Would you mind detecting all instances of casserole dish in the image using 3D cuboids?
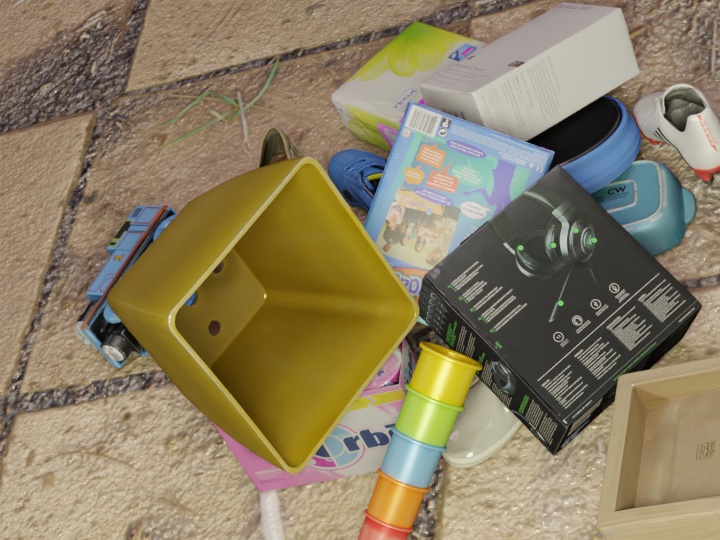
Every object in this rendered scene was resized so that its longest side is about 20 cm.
[{"bbox_3d":[0.234,-0.057,1.626,0.199,0.039,0.121,-12,44,18],"label":"casserole dish"}]

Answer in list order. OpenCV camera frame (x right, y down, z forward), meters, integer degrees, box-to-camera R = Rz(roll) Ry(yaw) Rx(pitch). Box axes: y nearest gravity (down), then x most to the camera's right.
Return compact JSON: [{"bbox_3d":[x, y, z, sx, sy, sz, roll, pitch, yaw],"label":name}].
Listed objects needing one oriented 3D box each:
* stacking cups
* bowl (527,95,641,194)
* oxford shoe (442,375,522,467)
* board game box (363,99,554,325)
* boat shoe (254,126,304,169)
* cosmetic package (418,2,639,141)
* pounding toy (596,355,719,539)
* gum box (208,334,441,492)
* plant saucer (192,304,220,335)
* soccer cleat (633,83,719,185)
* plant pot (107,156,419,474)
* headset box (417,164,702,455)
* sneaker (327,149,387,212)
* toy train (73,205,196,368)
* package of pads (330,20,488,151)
[{"bbox_3d":[0.047,0.166,1.434,0.060,0.060,0.201,26,100,43],"label":"stacking cups"},{"bbox_3d":[0.188,-0.123,1.675,0.200,0.039,0.201,-18,26,9],"label":"bowl"},{"bbox_3d":[0.135,0.097,1.513,0.075,0.058,0.200,23,64,39],"label":"oxford shoe"},{"bbox_3d":[0.084,-0.045,1.573,0.152,0.045,0.201,21,90,6],"label":"board game box"},{"bbox_3d":[-0.096,-0.075,1.806,0.073,0.063,0.200,-16,43,13],"label":"boat shoe"},{"bbox_3d":[0.178,-0.201,1.694,0.200,0.081,0.113,-33,25,-20],"label":"cosmetic package"},{"bbox_3d":[0.314,0.180,1.294,0.199,0.142,0.185,-14,42,32],"label":"pounding toy"},{"bbox_3d":[-0.034,0.137,1.523,0.199,0.114,0.066,-13,44,18],"label":"gum box"},{"bbox_3d":[-0.107,0.076,1.645,0.200,0.037,0.201,-7,28,4],"label":"plant saucer"},{"bbox_3d":[0.319,-0.156,1.621,0.068,0.085,0.200,-28,26,2],"label":"soccer cleat"},{"bbox_3d":[-0.104,0.031,1.448,0.176,0.200,0.200,8,52,50],"label":"plant pot"},{"bbox_3d":[0.170,0.030,1.460,0.174,0.093,0.200,-40,74,-17],"label":"headset box"},{"bbox_3d":[0.018,-0.097,1.757,0.066,0.079,0.200,-38,41,-7],"label":"sneaker"},{"bbox_3d":[-0.240,0.015,1.786,0.114,0.087,0.200,2,51,42],"label":"toy train"},{"bbox_3d":[0.075,-0.196,1.818,0.154,0.068,0.200,-42,35,-15],"label":"package of pads"}]
